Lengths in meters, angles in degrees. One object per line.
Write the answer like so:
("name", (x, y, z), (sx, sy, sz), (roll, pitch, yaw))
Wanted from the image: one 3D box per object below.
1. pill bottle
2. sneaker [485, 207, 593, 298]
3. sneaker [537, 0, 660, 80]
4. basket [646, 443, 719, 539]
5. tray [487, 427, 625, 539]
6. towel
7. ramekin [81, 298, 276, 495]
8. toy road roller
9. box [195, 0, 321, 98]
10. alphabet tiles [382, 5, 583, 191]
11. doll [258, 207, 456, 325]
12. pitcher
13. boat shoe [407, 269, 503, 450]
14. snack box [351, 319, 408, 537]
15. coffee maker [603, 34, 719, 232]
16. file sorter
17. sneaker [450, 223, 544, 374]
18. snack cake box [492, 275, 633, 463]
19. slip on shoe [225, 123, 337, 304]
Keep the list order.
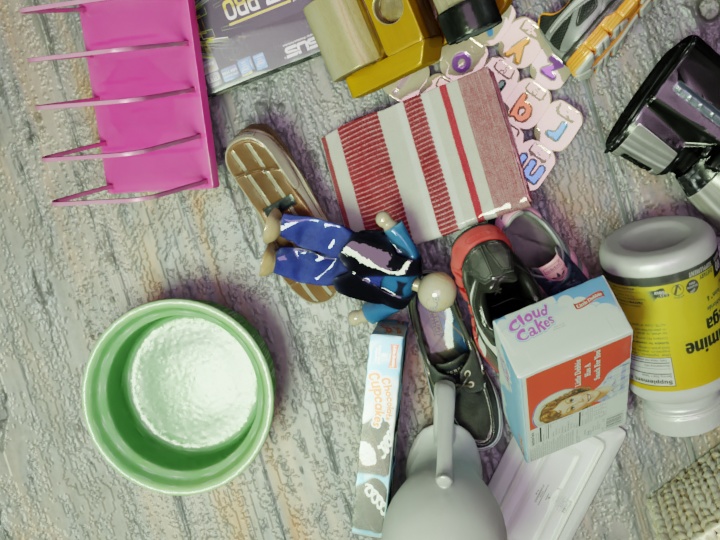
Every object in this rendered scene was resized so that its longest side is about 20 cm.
("pill bottle", (0.307, 0.057, 1.112), (0.111, 0.113, 0.202), (-14, 111, 6))
("sneaker", (0.200, 0.013, 1.145), (0.070, 0.082, 0.200), (-43, 91, 3))
("sneaker", (0.259, -0.288, 1.122), (0.077, 0.078, 0.200), (42, 89, 20))
("basket", (0.399, 0.279, 1.099), (0.160, 0.200, 0.199), (-35, 91, 12))
("tray", (0.193, 0.237, 1.196), (0.107, 0.022, 0.201), (26, 96, 1))
("towel", (0.064, -0.104, 1.142), (0.198, 0.023, 0.145), (-18, 83, 24))
("ramekin", (-0.181, 0.124, 1.178), (0.198, 0.098, 0.202), (0, 95, 5))
("toy road roller", (0.058, -0.264, 1.106), (0.199, 0.146, 0.124), (-21, 94, 28))
("box", (-0.132, -0.276, 1.165), (0.198, 0.049, 0.163), (-19, 97, 7))
("alphabet tiles", (0.126, -0.175, 1.170), (0.199, 0.015, 0.196), (34, 94, 1))
("doll", (0.000, 0.000, 1.127), (0.198, 0.049, 0.138), (14, 122, 7))
("pitcher", (0.081, 0.220, 1.093), (0.120, 0.200, 0.173), (-2, 116, 6))
("boat shoe", (0.094, 0.098, 1.174), (0.068, 0.057, 0.202), (-22, 93, 6))
("snack box", (0.021, 0.157, 1.156), (0.037, 0.116, 0.202), (6, 96, 4))
("coffee maker", (0.370, -0.139, 1.110), (0.199, 0.135, 0.193), (38, 74, -1))
("file sorter", (-0.242, -0.169, 1.112), (0.138, 0.125, 0.202), (-1, 103, 27))
("sneaker", (0.149, 0.053, 1.117), (0.070, 0.098, 0.202), (-25, 124, -2))
("snack cake box", (0.196, 0.101, 1.089), (0.114, 0.201, 0.068), (-20, 57, -3))
("slip on shoe", (-0.074, -0.061, 1.174), (0.076, 0.061, 0.201), (-24, 110, 22))
